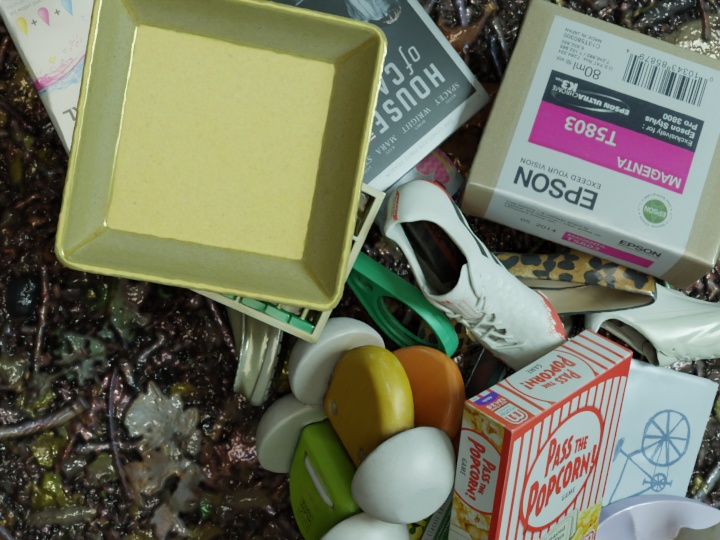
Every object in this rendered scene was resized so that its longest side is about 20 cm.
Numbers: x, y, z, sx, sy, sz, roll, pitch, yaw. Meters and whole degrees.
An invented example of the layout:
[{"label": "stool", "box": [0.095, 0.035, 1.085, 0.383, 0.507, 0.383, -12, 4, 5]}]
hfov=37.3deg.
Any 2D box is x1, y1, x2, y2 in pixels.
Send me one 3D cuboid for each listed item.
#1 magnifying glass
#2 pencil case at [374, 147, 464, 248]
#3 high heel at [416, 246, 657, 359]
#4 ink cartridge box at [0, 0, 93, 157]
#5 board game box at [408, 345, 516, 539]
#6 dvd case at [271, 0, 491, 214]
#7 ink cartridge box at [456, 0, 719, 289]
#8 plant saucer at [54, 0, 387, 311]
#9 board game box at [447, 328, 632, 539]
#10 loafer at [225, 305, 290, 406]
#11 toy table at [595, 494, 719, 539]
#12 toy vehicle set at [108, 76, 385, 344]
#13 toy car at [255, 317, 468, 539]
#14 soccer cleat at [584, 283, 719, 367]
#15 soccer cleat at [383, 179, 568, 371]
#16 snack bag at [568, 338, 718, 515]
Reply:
[{"label": "magnifying glass", "box": [0.000, 0.000, 0.852, 0.200, 0.080, 0.022, 43, 67, -4]}, {"label": "pencil case", "box": [-0.006, -0.112, 0.884, 0.200, 0.083, 0.091, 49, 58, -6]}, {"label": "high heel", "box": [0.140, 0.038, 0.881, 0.200, 0.142, 0.072, -46, 141, -8]}, {"label": "ink cartridge box", "box": [-0.188, -0.162, 0.839, 0.128, 0.125, 0.201, -26, 95, -5]}, {"label": "board game box", "box": [0.112, 0.167, 0.941, 0.104, 0.023, 0.201, 27, 88, -10]}, {"label": "dvd case", "box": [-0.013, -0.165, 0.832, 0.150, 0.025, 0.200, -41, 95, -12]}, {"label": "ink cartridge box", "box": [0.196, -0.099, 0.836, 0.198, 0.075, 0.166, 19, 77, 4]}, {"label": "plant saucer", "box": [-0.096, -0.087, 0.743, 0.198, 0.048, 0.202, 10, 94, -11]}, {"label": "board game box", "box": [0.132, 0.163, 0.816, 0.151, 0.046, 0.202, -24, 128, -39]}, {"label": "loafer", "box": [-0.091, 0.011, 0.887, 0.068, 0.076, 0.202, 4, 79, 1]}, {"label": "toy table", "box": [0.291, 0.269, 0.904, 0.198, 0.117, 0.186, 4, 94, -15]}, {"label": "toy vehicle set", "box": [-0.097, -0.042, 0.786, 0.199, 0.027, 0.125, 24, 92, -11]}, {"label": "toy car", "box": [0.018, 0.143, 0.855, 0.149, 0.175, 0.201, -1, 131, -35]}, {"label": "soccer cleat", "box": [0.288, 0.055, 0.934, 0.198, 0.069, 0.078, 18, 70, 0]}, {"label": "soccer cleat", "box": [0.088, 0.017, 0.818, 0.068, 0.085, 0.200, -34, 101, 27]}, {"label": "snack bag", "box": [0.207, 0.164, 0.940, 0.198, 0.021, 0.190, 17, 91, -17]}]
